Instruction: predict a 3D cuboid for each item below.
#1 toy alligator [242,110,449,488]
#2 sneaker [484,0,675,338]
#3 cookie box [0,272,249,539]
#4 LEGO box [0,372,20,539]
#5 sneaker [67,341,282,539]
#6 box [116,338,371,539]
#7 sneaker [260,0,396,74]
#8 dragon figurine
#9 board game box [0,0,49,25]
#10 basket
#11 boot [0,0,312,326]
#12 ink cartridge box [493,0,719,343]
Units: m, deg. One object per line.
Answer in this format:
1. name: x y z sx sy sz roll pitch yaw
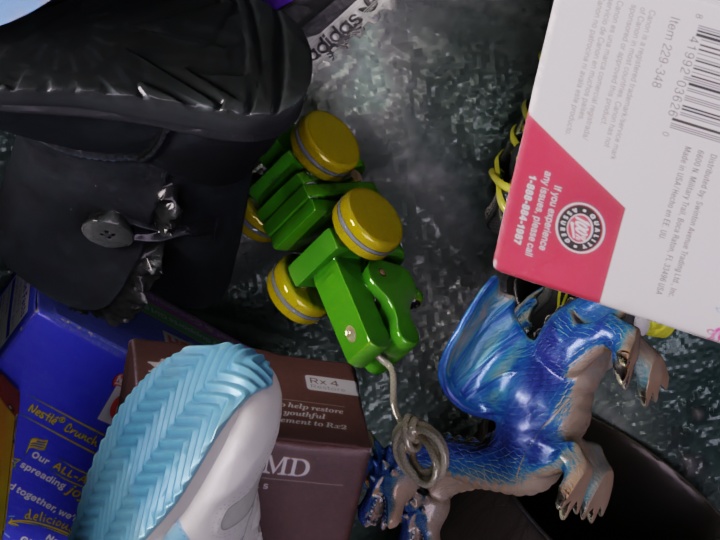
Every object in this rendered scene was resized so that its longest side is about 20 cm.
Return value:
1. toy alligator: 0.000 0.000 0.908 0.054 0.201 0.059 -5 150 -49
2. sneaker: 0.092 -0.047 0.929 0.084 0.075 0.201 -11 122 -1
3. cookie box: -0.127 0.110 0.990 0.170 0.075 0.200 30 112 -22
4. LEGO box: -0.223 0.041 0.814 0.077 0.149 0.200 -34 116 14
5. sneaker: -0.067 0.112 0.840 0.080 0.077 0.201 12 122 -22
6. box: -0.065 0.135 0.929 0.099 0.075 0.201 7 116 -12
7. sneaker: 0.002 -0.166 0.826 0.099 0.070 0.200 39 108 -25
8. dragon figurine: 0.071 0.039 0.903 0.059 0.099 0.201 13 102 -63
9. board game box: -0.164 -0.180 0.753 0.157 0.039 0.202 -15 99 -8
10. basket: 0.066 0.181 1.033 0.179 0.137 0.200 24 119 -32
11. boot: -0.129 -0.050 0.844 0.198 0.077 0.168 11 147 -14
12. ink cartridge box: 0.163 -0.047 0.807 0.198 0.086 0.148 17 128 6
